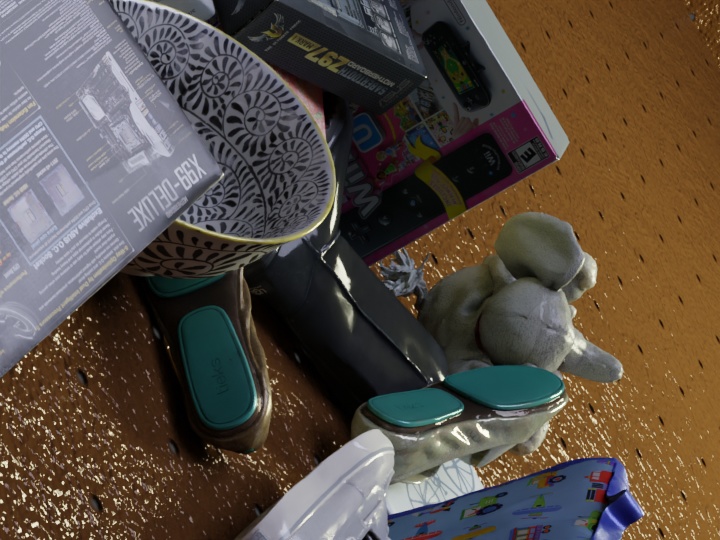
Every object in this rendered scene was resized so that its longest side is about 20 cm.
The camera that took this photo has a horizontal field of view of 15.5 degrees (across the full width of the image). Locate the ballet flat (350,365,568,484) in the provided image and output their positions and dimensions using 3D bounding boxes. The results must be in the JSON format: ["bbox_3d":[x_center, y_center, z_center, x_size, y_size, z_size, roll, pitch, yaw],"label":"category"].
[{"bbox_3d":[0.061,0.107,1.797,0.199,0.063,0.067,-7,30,-45],"label":"ballet flat"}]

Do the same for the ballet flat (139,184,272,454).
[{"bbox_3d":[-0.091,0.026,1.622,0.072,0.068,0.201,68,3,-63],"label":"ballet flat"}]

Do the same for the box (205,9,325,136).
[{"bbox_3d":[-0.090,-0.142,1.787,0.095,0.102,0.200,47,22,-34],"label":"box"}]

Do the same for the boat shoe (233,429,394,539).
[{"bbox_3d":[-0.015,0.153,1.592,0.069,0.072,0.200,50,18,3],"label":"boat shoe"}]

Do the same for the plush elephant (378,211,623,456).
[{"bbox_3d":[0.121,0.046,1.958,0.200,0.165,0.155,26,-5,-35],"label":"plush elephant"}]

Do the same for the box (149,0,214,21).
[{"bbox_3d":[-0.199,-0.247,1.653,0.200,0.105,0.185,38,30,-50],"label":"box"}]

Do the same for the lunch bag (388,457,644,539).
[{"bbox_3d":[0.082,0.180,1.622,0.094,0.199,0.151,57,20,-8],"label":"lunch bag"}]

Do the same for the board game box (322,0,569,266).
[{"bbox_3d":[0.023,-0.097,1.861,0.148,0.199,0.064,57,20,-9],"label":"board game box"}]

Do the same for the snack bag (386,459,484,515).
[{"bbox_3d":[0.075,0.203,1.847,0.201,0.021,0.189,59,20,-5],"label":"snack bag"}]

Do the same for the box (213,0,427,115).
[{"bbox_3d":[-0.046,-0.214,1.764,0.157,0.051,0.201,23,39,-47],"label":"box"}]

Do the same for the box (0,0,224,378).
[{"bbox_3d":[-0.182,-0.056,1.368,0.200,0.050,0.158,-46,108,-38],"label":"box"}]

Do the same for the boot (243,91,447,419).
[{"bbox_3d":[0.000,0.001,1.815,0.200,0.065,0.165,46,55,-28],"label":"boot"}]

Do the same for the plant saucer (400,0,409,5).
[{"bbox_3d":[0.012,-0.167,1.950,0.200,0.048,0.201,37,-53,57],"label":"plant saucer"}]

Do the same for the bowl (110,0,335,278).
[{"bbox_3d":[-0.123,-0.060,1.557,0.200,0.094,0.201,24,35,-19],"label":"bowl"}]
